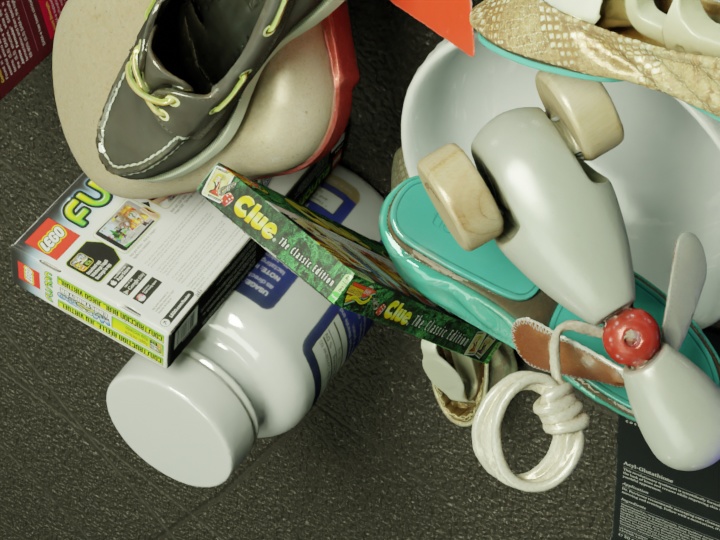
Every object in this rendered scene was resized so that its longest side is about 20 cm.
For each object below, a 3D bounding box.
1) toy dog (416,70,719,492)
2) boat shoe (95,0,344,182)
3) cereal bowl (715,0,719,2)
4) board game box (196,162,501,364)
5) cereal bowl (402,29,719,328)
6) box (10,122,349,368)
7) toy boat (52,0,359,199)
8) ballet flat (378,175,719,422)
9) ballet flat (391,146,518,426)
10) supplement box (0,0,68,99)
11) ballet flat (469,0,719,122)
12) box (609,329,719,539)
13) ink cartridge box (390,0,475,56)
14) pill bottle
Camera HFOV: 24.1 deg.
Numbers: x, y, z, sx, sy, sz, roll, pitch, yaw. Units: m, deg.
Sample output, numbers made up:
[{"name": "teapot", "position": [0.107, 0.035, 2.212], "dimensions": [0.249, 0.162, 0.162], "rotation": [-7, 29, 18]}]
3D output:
[{"name": "toy dog", "position": [0.103, -0.001, 0.804], "dimensions": [0.131, 0.096, 0.201], "rotation": [-11, 95, 1]}, {"name": "boat shoe", "position": [-0.080, -0.110, 0.819], "dimensions": [0.201, 0.060, 0.072], "rotation": [-44, 74, 37]}, {"name": "cereal bowl", "position": [0.217, -0.154, 0.703], "dimensions": [0.199, 0.084, 0.200], "rotation": [22, 156, 10]}, {"name": "board game box", "position": [0.000, 0.000, 0.914], "dimensions": [0.105, 0.024, 0.200], "rotation": [36, -174, 27]}, {"name": "cereal bowl", "position": [0.126, -0.064, 0.876], "dimensions": [0.199, 0.083, 0.201], "rotation": [22, 139, 20]}, {"name": "box", "position": [-0.103, -0.043, 0.999], "dimensions": [0.110, 0.200, 0.035], "rotation": [28, 143, 14]}, {"name": "toy boat", "position": [-0.074, -0.113, 0.938], "dimensions": [0.199, 0.130, 0.131], "rotation": [-8, 93, 36]}, {"name": "ballet flat", "position": [0.098, 0.018, 0.871], "dimensions": [0.200, 0.068, 0.070], "rotation": [33, 169, 7]}, {"name": "ballet flat", "position": [0.055, 0.015, 1.044], "dimensions": [0.067, 0.062, 0.201], "rotation": [7, 133, 36]}, {"name": "supplement box", "position": [-0.203, -0.175, 0.942], "dimensions": [0.061, 0.200, 0.109], "rotation": [14, 137, 28]}, {"name": "ballet flat", "position": [0.131, -0.107, 0.711], "dimensions": [0.199, 0.070, 0.066], "rotation": [22, 131, 34]}, {"name": "box", "position": [0.254, 0.128, 0.988], "dimensions": [0.199, 0.079, 0.142], "rotation": [20, 142, 23]}, {"name": "ink cartridge box", "position": [-0.015, -0.206, 0.770], "dimensions": [0.162, 0.057, 0.201], "rotation": [42, 146, 41]}, {"name": "pill bottle", "position": [-0.065, 0.032, 1.045], "dimensions": [0.119, 0.200, 0.120], "rotation": [22, 140, 20]}]
